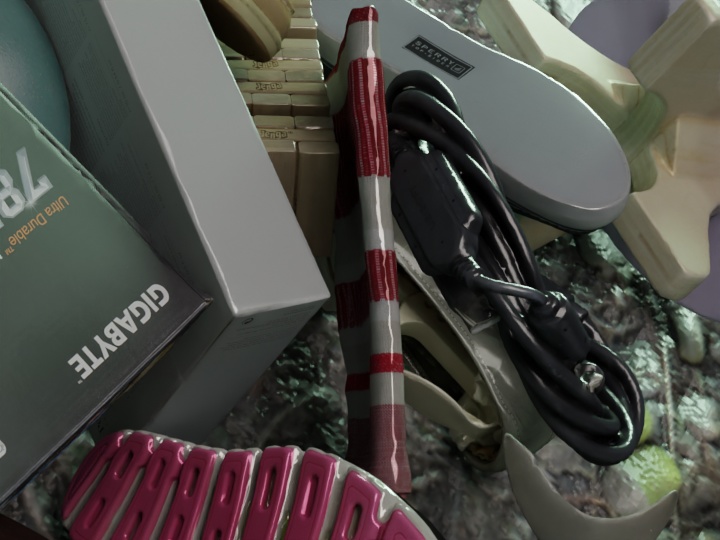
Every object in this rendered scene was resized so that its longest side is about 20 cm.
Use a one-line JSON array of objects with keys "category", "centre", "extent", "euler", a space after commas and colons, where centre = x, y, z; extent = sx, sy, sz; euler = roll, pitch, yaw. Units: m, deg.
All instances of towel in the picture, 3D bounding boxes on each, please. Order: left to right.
[{"category": "towel", "centre": [0.000, 0.000, 0.990], "extent": [0.023, 0.144, 0.201], "euler": [-3, 83, -5]}]

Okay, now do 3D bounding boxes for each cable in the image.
[{"category": "cable", "centre": [0.066, -0.004, 1.000], "extent": [0.163, 0.051, 0.200], "euler": [47, 9, -37]}]

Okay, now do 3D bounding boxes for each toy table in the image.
[{"category": "toy table", "centre": [0.143, -0.062, 1.148], "extent": [0.117, 0.184, 0.200], "euler": [1, 39, -50]}]

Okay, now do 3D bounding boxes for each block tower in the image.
[{"category": "block tower", "centre": [-0.046, -0.084, 1.055], "extent": [0.054, 0.058, 0.200], "euler": [1, 33, -8]}]

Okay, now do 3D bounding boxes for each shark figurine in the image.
[{"category": "shark figurine", "centre": [0.091, 0.164, 1.008], "extent": [0.089, 0.215, 0.128], "euler": [21, 74, 30]}]

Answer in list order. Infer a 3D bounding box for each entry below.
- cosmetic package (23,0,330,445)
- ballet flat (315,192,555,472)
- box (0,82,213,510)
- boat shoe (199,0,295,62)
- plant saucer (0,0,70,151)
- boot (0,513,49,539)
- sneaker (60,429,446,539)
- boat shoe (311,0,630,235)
[{"category": "cosmetic package", "centre": [-0.099, -0.035, 0.981], "extent": [0.052, 0.151, 0.201], "euler": [-10, 67, -35]}, {"category": "ballet flat", "centre": [0.017, 0.011, 1.084], "extent": [0.064, 0.067, 0.200], "euler": [-38, 83, -31]}, {"category": "box", "centre": [-0.181, -0.001, 0.826], "extent": [0.198, 0.050, 0.200], "euler": [44, 42, 1]}, {"category": "boat shoe", "centre": [-0.073, -0.166, 1.038], "extent": [0.200, 0.063, 0.073], "euler": [54, -2, 43]}, {"category": "plant saucer", "centre": [-0.219, -0.060, 0.935], "extent": [0.199, 0.036, 0.201], "euler": [0, 72, -1]}, {"category": "boot", "centre": [-0.091, 0.145, 0.910], "extent": [0.166, 0.072, 0.200], "euler": [35, -2, 29]}, {"category": "sneaker", "centre": [-0.027, 0.113, 0.923], "extent": [0.087, 0.199, 0.074], "euler": [29, 75, -46]}, {"category": "boat shoe", "centre": [0.049, -0.072, 1.116], "extent": [0.069, 0.057, 0.200], "euler": [-31, 55, -32]}]
